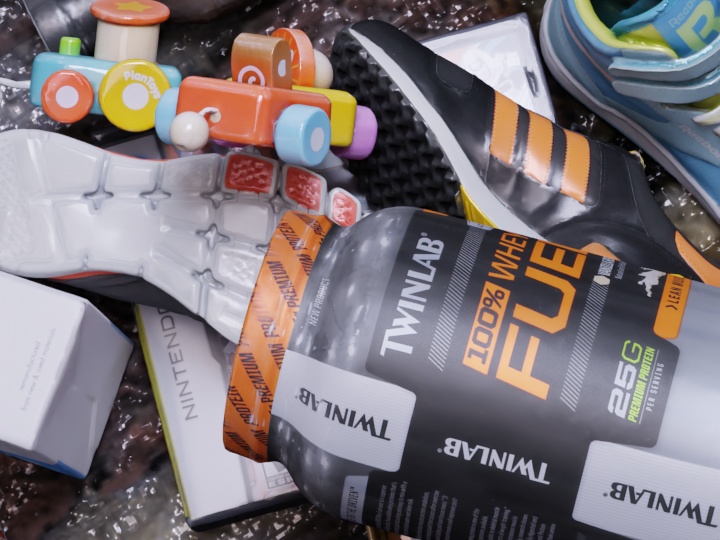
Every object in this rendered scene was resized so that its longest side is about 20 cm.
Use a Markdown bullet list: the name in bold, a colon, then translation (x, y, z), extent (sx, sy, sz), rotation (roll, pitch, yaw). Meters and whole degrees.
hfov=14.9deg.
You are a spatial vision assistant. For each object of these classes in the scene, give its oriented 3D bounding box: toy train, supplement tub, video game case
- **toy train**: translation (-0.075, -0.080, 1.107), extent (0.200, 0.150, 0.056), rotation (11, 96, 34)
- **supplement tub**: translation (0.056, 0.048, 1.035), extent (0.200, 0.123, 0.123), rotation (15, 80, 5)
- **video game case**: translation (0.000, 0.000, 1.188), extent (0.200, 0.026, 0.181), rotation (-15, 77, 2)

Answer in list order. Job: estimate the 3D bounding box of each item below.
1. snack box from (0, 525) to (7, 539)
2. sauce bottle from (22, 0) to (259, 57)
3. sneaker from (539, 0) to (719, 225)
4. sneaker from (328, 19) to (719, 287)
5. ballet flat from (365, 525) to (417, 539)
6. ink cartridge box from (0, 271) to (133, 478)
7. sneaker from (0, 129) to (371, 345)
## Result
- **snack box**: translation (-0.163, 0.176, 1.166), extent (0.072, 0.024, 0.200), rotation (-26, 77, 1)
- **sauce bottle**: translation (-0.052, -0.150, 1.203), extent (0.200, 0.065, 0.065), rotation (-26, 78, -2)
- **sneaker**: translation (0.159, -0.071, 1.136), extent (0.200, 0.131, 0.080), rotation (33, 82, 10)
- **sneaker**: translation (0.071, -0.036, 1.153), extent (0.090, 0.070, 0.200), rotation (-30, 68, -31)
- **ballet flat**: translation (0.029, 0.089, 1.124), extent (0.069, 0.063, 0.200), rotation (-16, 83, 6)
- **ink cartridge box**: translation (-0.207, 0.021, 1.156), extent (0.200, 0.116, 0.067), rotation (18, 82, 9)
- **sneaker**: translation (-0.067, -0.013, 1.140), extent (0.200, 0.082, 0.077), rotation (18, 87, 7)
